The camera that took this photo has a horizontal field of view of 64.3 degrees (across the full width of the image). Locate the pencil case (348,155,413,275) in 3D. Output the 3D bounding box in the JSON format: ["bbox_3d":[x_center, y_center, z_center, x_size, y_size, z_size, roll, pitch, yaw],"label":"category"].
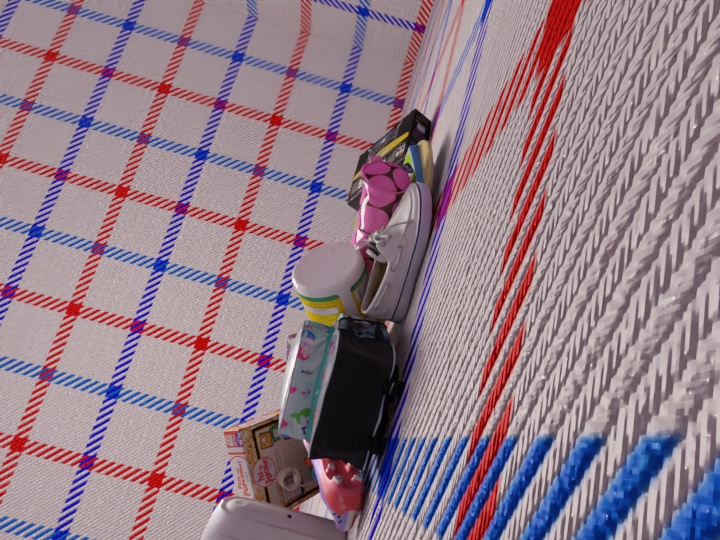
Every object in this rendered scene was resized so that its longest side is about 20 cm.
[{"bbox_3d":[0.021,-0.076,0.902,0.094,0.090,0.201,55,145,35],"label":"pencil case"}]

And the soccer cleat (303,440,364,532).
[{"bbox_3d":[-0.043,0.273,0.801,0.200,0.066,0.077,-141,57,-67],"label":"soccer cleat"}]

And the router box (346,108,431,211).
[{"bbox_3d":[0.060,-0.232,1.237,0.200,0.052,0.158,-32,34,45],"label":"router box"}]

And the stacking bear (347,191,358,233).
[{"bbox_3d":[0.032,-0.084,1.332,0.113,0.121,0.201,-18,57,43],"label":"stacking bear"}]

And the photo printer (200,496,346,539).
[{"bbox_3d":[-0.136,0.423,0.825,0.069,0.199,0.167,-92,17,-83],"label":"photo printer"}]

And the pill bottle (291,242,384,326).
[{"bbox_3d":[-0.025,0.064,0.905,0.113,0.112,0.201,-77,-26,-46],"label":"pill bottle"}]

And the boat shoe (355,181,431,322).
[{"bbox_3d":[0.037,-0.030,0.806,0.075,0.086,0.203,-134,57,-67],"label":"boat shoe"}]

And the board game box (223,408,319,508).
[{"bbox_3d":[-0.120,0.309,0.955,0.199,0.046,0.152,-8,-96,-50],"label":"board game box"}]

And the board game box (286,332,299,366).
[{"bbox_3d":[-0.061,0.160,1.048,0.200,0.032,0.121,-8,-72,-54],"label":"board game box"}]

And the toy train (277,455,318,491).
[{"bbox_3d":[-0.072,0.262,0.954,0.056,0.149,0.201,152,130,-68],"label":"toy train"}]

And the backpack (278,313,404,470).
[{"bbox_3d":[-0.026,0.145,0.759,0.200,0.150,0.179,-52,-23,-83],"label":"backpack"}]

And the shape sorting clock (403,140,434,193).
[{"bbox_3d":[0.085,-0.107,0.918,0.200,0.039,0.201,-173,90,-79],"label":"shape sorting clock"}]
